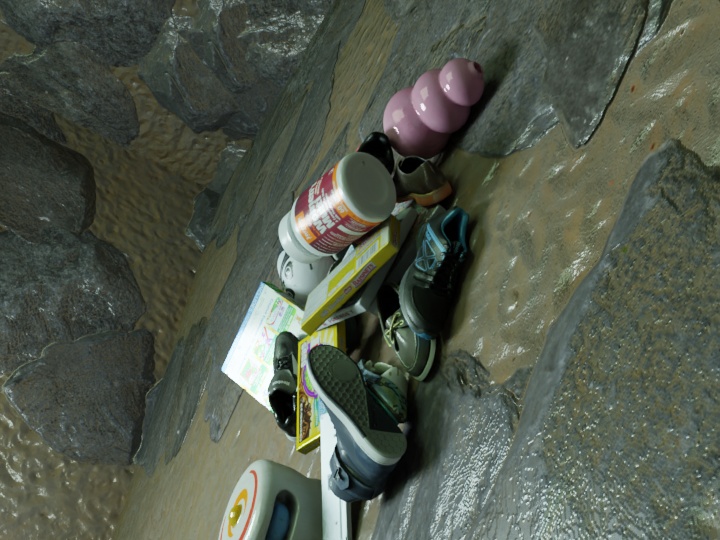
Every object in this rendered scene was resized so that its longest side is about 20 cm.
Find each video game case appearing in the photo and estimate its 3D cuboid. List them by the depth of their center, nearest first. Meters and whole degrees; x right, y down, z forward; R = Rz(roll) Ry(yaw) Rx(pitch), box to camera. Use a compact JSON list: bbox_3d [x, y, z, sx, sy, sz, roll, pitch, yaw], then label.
[{"bbox_3d":[0.000,0.000,1.244,0.181,0.023,0.203,-27,30,55],"label":"video game case"},{"bbox_3d":[0.051,-0.034,1.269,0.202,0.023,0.182,-55,19,1],"label":"video game case"}]

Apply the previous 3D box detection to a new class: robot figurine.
[{"bbox_3d":[-0.115,-0.004,1.581,0.125,0.149,0.200,-49,21,7],"label":"robot figurine"}]

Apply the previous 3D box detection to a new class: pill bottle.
[{"bbox_3d":[-0.041,-0.090,1.176,0.199,0.108,0.112,-32,37,46],"label":"pill bottle"}]

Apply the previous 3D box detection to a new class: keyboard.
[{"bbox_3d":[-0.036,0.302,1.087,0.056,0.011,0.205,-28,55,41],"label":"keyboard"}]

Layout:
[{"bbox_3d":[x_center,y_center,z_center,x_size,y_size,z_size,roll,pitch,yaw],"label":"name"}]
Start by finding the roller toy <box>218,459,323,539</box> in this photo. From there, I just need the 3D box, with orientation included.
[{"bbox_3d":[-0.138,0.391,1.155,0.185,0.137,0.201,-60,19,15],"label":"roller toy"}]

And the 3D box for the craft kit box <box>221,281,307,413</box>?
[{"bbox_3d":[-0.161,0.156,1.479,0.196,0.048,0.204,32,98,35],"label":"craft kit box"}]

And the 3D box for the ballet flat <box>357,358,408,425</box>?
[{"bbox_3d":[0.030,0.164,1.088,0.076,0.073,0.199,-67,22,-4],"label":"ballet flat"}]

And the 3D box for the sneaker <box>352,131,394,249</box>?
[{"bbox_3d":[0.012,-0.140,1.253,0.098,0.069,0.206,119,164,-72],"label":"sneaker"}]

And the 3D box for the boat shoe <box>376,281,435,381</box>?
[{"bbox_3d":[0.061,0.083,1.093,0.073,0.059,0.203,-58,20,22],"label":"boat shoe"}]

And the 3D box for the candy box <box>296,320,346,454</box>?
[{"bbox_3d":[-0.063,0.181,1.215,0.101,0.026,0.204,-34,41,31],"label":"candy box"}]

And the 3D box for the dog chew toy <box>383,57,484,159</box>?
[{"bbox_3d":[0.127,-0.273,1.258,0.199,0.123,0.127,-36,33,42],"label":"dog chew toy"}]

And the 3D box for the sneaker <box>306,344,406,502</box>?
[{"bbox_3d":[-0.025,0.215,1.031,0.204,0.075,0.148,53,141,33],"label":"sneaker"}]

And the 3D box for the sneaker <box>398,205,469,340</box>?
[{"bbox_3d":[0.106,-0.002,1.054,0.082,0.072,0.204,-39,33,50],"label":"sneaker"}]

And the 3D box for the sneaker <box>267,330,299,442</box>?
[{"bbox_3d":[-0.131,0.200,1.363,0.065,0.091,0.205,-13,67,13],"label":"sneaker"}]

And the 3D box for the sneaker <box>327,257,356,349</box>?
[{"bbox_3d":[-0.043,0.071,1.379,0.087,0.079,0.203,121,168,-51],"label":"sneaker"}]

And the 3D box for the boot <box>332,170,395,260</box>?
[{"bbox_3d":[0.006,-0.113,1.472,0.202,0.072,0.145,-55,20,8],"label":"boot"}]

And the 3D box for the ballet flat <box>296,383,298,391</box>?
[{"bbox_3d":[-0.069,0.199,1.295,0.071,0.069,0.199,-45,17,-16],"label":"ballet flat"}]

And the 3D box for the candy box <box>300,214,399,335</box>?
[{"bbox_3d":[-0.015,0.007,1.159,0.200,0.026,0.103,-44,14,22],"label":"candy box"}]

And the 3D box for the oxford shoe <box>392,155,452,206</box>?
[{"bbox_3d":[0.086,-0.158,1.261,0.071,0.074,0.199,-34,18,-16],"label":"oxford shoe"}]
